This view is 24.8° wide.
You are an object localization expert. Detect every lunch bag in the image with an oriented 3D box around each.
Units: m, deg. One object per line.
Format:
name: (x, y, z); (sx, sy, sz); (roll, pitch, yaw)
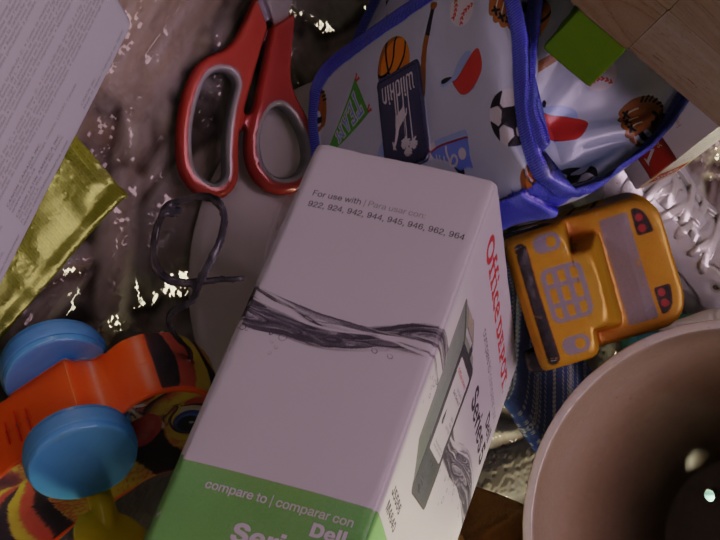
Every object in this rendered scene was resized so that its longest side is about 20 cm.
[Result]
lunch bag: (0.067, -0.095, 0.762); (0.124, 0.170, 0.201); (35, 60, -21)

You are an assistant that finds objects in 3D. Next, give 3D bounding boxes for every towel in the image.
towel: (0.121, 0.102, 0.910); (0.200, 0.024, 0.145); (59, 21, -27)
towel: (-0.187, 0.011, 0.701); (0.200, 0.018, 0.086); (-52, 125, -21)

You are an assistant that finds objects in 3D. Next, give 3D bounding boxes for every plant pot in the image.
plant pot: (0.189, 0.132, 0.810); (0.200, 0.187, 0.188); (36, 71, -71)

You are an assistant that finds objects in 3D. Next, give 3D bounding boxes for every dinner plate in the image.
dinner plate: (0.000, 0.000, 0.848); (0.200, 0.024, 0.201); (-7, 100, -39)

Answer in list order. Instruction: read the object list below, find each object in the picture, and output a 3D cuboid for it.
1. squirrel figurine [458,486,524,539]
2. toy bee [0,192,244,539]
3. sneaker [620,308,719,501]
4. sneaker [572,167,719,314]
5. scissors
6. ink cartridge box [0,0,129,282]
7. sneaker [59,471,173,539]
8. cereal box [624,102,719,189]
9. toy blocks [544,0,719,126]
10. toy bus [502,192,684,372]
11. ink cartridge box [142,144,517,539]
squirrel figurine: (0.026, 0.170, 0.810); (0.187, 0.141, 0.200); (-52, 140, -30)
toy bee: (-0.099, 0.071, 0.696); (0.109, 0.199, 0.131); (33, 44, -44)
sneaker: (0.188, 0.087, 0.958); (0.200, 0.079, 0.078); (76, 14, -50)
sneaker: (0.187, -0.028, 0.946); (0.075, 0.099, 0.200); (-48, 122, -26)
scissors: (-0.047, -0.131, 0.794); (0.073, 0.014, 0.201); (8, 85, -23)
ink cartridge box: (-0.161, -0.077, 0.608); (0.163, 0.057, 0.200); (-66, 161, -15)
sneaker: (-0.090, 0.166, 0.755); (0.200, 0.074, 0.118); (-44, 117, -7)
cereal box: (0.171, -0.149, 0.823); (0.039, 0.200, 0.144); (-23, 77, -39)
toy blocks: (0.142, -0.140, 0.675); (0.200, 0.100, 0.137); (39, 44, -6)
toy bus: (0.115, 0.001, 0.815); (0.200, 0.078, 0.065); (-23, 97, -81)
ink cartridge box: (-0.004, 0.072, 0.677); (0.146, 0.084, 0.201); (77, 30, -55)
